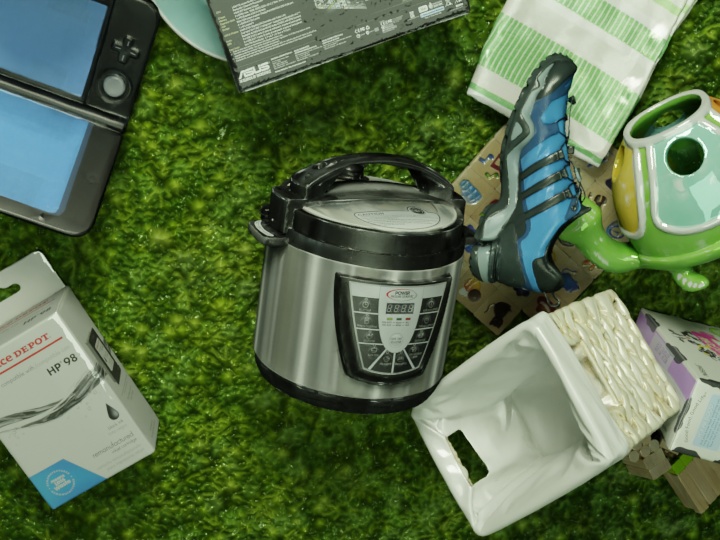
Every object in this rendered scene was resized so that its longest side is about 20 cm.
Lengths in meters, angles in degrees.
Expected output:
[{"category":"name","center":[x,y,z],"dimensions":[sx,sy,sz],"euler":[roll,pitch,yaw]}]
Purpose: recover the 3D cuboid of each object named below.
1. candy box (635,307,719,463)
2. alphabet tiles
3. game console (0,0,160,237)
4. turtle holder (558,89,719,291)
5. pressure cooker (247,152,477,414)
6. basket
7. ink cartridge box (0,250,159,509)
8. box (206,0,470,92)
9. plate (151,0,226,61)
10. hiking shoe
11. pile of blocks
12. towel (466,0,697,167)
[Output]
[{"category":"candy box","center":[0.354,0.117,1.167],"dimensions":[0.197,0.168,0.073],"euler":[15,108,-10]},{"category":"alphabet tiles","center":[0.157,-0.043,1.179],"dimensions":[0.166,0.006,0.200],"euler":[39,102,-17]},{"category":"game console","center":[-0.282,-0.154,1.039],"dimensions":[0.197,0.117,0.178],"euler":[19,119,-12]},{"category":"turtle holder","center":[0.271,-0.074,1.116],"dimensions":[0.184,0.142,0.133],"euler":[-14,119,37]},{"category":"pressure cooker","center":[-0.002,-0.001,1.092],"dimensions":[0.176,0.176,0.203],"euler":[15,109,18]},{"category":"basket","center":[0.161,0.121,1.117],"dimensions":[0.137,0.122,0.200],"euler":[61,141,12]},{"category":"ink cartridge box","center":[-0.283,0.099,1.160],"dimensions":[0.115,0.067,0.202],"euler":[-29,110,7]},{"category":"box","center":[-0.032,-0.255,1.016],"dimensions":[0.197,0.086,0.166],"euler":[-19,110,2]},{"category":"plate","center":[-0.087,-0.272,1.066],"dimensions":[0.197,0.026,0.204],"euler":[-2,109,-5]},{"category":"hiking shoe","center":[0.158,-0.078,1.083],"dimensions":[0.085,0.074,0.203],"euler":[18,102,13]},{"category":"pile of blocks","center":[0.268,0.157,1.238],"dimensions":[0.198,0.062,0.083],"euler":[30,80,-15]},{"category":"towel","center":[0.196,-0.208,1.110],"dimensions":[0.151,0.023,0.202],"euler":[26,104,-12]}]
